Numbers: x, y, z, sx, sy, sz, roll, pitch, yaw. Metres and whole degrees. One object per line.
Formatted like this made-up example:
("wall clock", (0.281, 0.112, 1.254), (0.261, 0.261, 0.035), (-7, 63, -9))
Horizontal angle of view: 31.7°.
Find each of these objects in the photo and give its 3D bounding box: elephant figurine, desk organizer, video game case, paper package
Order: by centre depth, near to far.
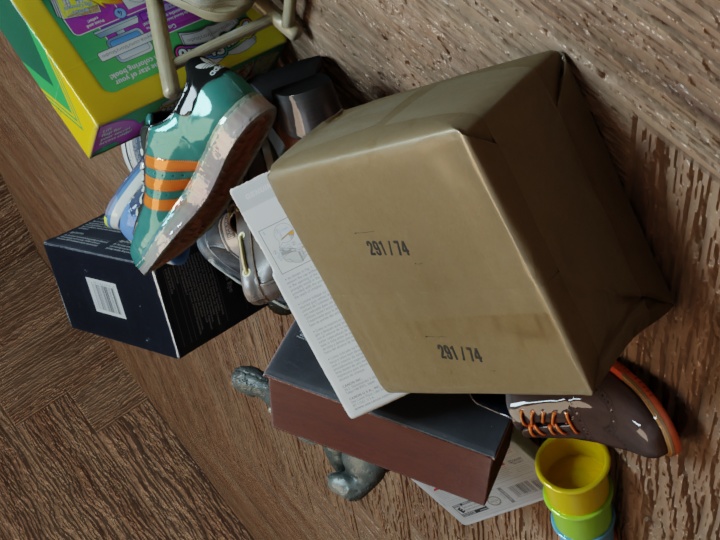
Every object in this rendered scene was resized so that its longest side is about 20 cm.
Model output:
("paper package", (0.066, -0.020, 0.805), (0.199, 0.103, 0.192), (-8, 116, 51))
("desk organizer", (0.025, 0.114, 1.040), (0.198, 0.072, 0.077), (19, 141, 14))
("video game case", (0.070, 0.144, 1.113), (0.200, 0.018, 0.143), (42, 140, -14))
("elephant figurine", (-0.036, 0.144, 1.385), (0.200, 0.155, 0.142), (47, -176, 3))

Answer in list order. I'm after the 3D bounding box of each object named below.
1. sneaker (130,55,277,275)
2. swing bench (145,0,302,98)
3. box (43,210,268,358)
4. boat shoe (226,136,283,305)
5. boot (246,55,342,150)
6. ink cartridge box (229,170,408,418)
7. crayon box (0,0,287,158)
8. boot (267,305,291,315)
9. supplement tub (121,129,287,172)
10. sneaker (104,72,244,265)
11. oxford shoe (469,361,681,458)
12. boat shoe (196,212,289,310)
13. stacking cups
("sneaker", (-0.141, -0.083, 0.999), (0.080, 0.071, 0.200), (44, 126, 9))
("swing bench", (-0.139, -0.279, 0.968), (0.201, 0.129, 0.199), (59, 164, 13))
("box", (-0.191, -0.009, 1.316), (0.199, 0.182, 0.105), (11, 123, 45))
("boat shoe", (-0.082, -0.046, 1.046), (0.201, 0.059, 0.072), (-110, -3, -49))
("boot", (-0.025, -0.068, 1.041), (0.188, 0.068, 0.202), (-141, 32, -66))
("ink cartridge box", (0.019, -0.010, 0.941), (0.201, 0.160, 0.050), (62, -167, -12))
("crayon box", (-0.191, -0.213, 1.083), (0.173, 0.199, 0.058), (54, 149, 9))
("boot", (-0.095, -0.047, 1.379), (0.201, 0.068, 0.130), (57, 152, -3))
("supplement tub", (-0.153, -0.131, 1.229), (0.141, 0.140, 0.200), (61, 163, -13))
("sneaker", (-0.140, -0.084, 1.074), (0.082, 0.074, 0.200), (44, 128, 5))
("oxford shoe", (0.152, 0.104, 0.919), (0.200, 0.072, 0.072), (19, 138, 63))
("boat shoe", (-0.075, 0.006, 1.246), (0.199, 0.067, 0.072), (30, -134, -39))
("stacking cups", (0.184, 0.217, 1.049), (0.060, 0.060, 0.201), (41, 156, 42))
